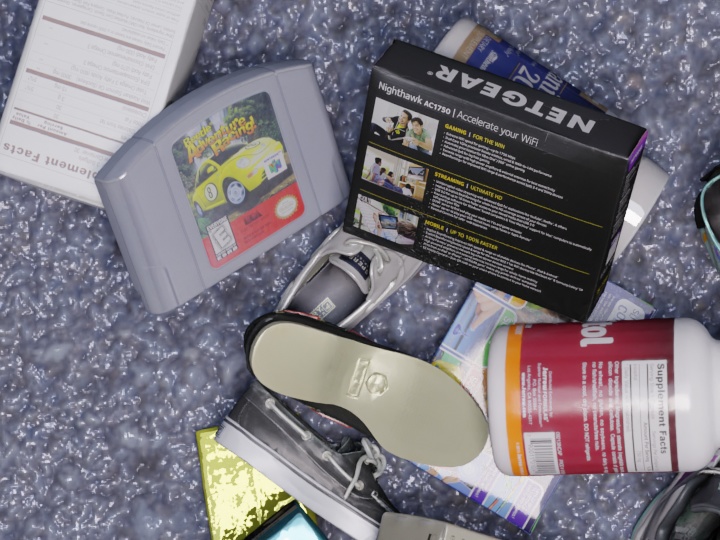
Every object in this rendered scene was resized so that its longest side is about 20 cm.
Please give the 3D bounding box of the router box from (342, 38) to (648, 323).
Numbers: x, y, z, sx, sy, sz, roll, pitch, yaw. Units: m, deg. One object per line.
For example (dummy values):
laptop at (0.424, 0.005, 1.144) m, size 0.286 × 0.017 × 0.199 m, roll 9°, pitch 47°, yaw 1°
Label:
router box at (0.094, -0.064, 1.539) m, size 0.199 × 0.051 × 0.150 m, roll 21°, pitch 128°, yaw 13°

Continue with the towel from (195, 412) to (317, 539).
towel at (-0.072, 0.217, 1.658) m, size 0.085 × 0.018 × 0.202 m, roll -9°, pitch 88°, yaw -4°

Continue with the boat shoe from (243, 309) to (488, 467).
boat shoe at (0.005, 0.086, 1.594) m, size 0.200 × 0.063 × 0.074 m, roll 24°, pitch 95°, yaw -15°

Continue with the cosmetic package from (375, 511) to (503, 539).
cosmetic package at (0.111, 0.247, 1.564) m, size 0.199 × 0.103 × 0.088 m, roll 19°, pitch 79°, yaw -25°

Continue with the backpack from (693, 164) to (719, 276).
backpack at (0.359, -0.008, 1.580) m, size 0.175 × 0.153 × 0.201 m, roll -29°, pitch 79°, yaw 3°

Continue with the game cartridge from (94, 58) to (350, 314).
game cartridge at (-0.100, -0.072, 1.587) m, size 0.199 × 0.041 × 0.134 m, roll -34°, pitch 117°, yaw -29°

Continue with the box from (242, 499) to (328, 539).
box at (-0.062, 0.214, 1.549) m, size 0.082 × 0.200 × 0.049 m, roll -39°, pitch 89°, yaw -5°

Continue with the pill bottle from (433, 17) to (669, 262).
pill bottle at (0.130, -0.094, 1.609) m, size 0.199 × 0.111 × 0.111 m, roll 34°, pitch 90°, yaw 2°

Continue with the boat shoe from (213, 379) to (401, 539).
boat shoe at (-0.014, 0.156, 1.626) m, size 0.199 × 0.074 × 0.068 m, roll 35°, pitch 88°, yaw -1°

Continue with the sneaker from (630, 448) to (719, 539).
sneaker at (0.281, 0.159, 1.585) m, size 0.077 × 0.140 × 0.201 m, roll 34°, pitch 90°, yaw 2°

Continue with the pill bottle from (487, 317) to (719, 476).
pill bottle at (0.197, 0.092, 1.555) m, size 0.198 × 0.113 × 0.114 m, roll -2°, pitch 89°, yaw 10°

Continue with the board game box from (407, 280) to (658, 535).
board game box at (0.123, 0.083, 1.643) m, size 0.135 × 0.034 × 0.201 m, roll 31°, pitch 91°, yaw 2°

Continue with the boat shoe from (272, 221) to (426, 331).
boat shoe at (0.000, 0.000, 1.634) m, size 0.073 × 0.065 × 0.200 m, roll 38°, pitch 90°, yaw 2°

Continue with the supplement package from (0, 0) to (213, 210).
supplement package at (-0.193, -0.151, 1.617) m, size 0.116 × 0.117 × 0.202 m, roll 17°, pitch 90°, yaw 0°
